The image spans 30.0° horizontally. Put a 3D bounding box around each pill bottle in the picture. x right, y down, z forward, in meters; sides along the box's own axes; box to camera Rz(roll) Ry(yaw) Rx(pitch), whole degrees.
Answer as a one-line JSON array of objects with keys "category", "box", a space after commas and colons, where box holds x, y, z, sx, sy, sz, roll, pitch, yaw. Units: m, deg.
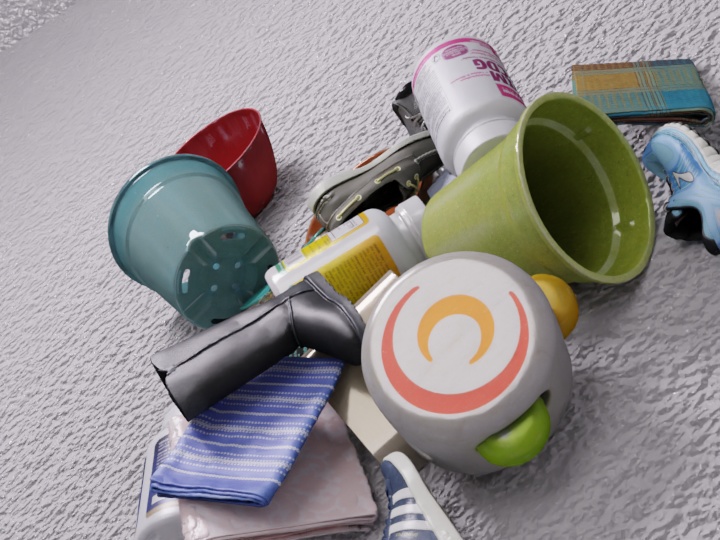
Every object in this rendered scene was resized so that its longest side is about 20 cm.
[{"category": "pill bottle", "box": [0.134, -0.172, 1.542, 0.113, 0.113, 0.201, -33, 41, 12]}, {"category": "pill bottle", "box": [0.000, 0.000, 1.549, 0.199, 0.113, 0.113, -32, 28, -3]}, {"category": "pill bottle", "box": [-0.181, 0.234, 1.447, 0.110, 0.111, 0.201, -30, 30, 17]}]

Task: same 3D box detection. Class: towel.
[{"category": "towel", "box": [-0.113, 0.153, 1.347, 0.143, 0.024, 0.201, 0, 40, 29]}, {"category": "towel", "box": [-0.094, 0.205, 1.363, 0.189, 0.033, 0.201, -6, 31, -11]}, {"category": "towel", "box": [0.304, -0.194, 1.473, 0.145, 0.022, 0.200, -1, 24, 7]}]

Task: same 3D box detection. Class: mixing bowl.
[{"category": "mixing bowl", "box": [-0.196, -0.132, 1.982, 0.199, 0.109, 0.201, -29, 31, 19]}]

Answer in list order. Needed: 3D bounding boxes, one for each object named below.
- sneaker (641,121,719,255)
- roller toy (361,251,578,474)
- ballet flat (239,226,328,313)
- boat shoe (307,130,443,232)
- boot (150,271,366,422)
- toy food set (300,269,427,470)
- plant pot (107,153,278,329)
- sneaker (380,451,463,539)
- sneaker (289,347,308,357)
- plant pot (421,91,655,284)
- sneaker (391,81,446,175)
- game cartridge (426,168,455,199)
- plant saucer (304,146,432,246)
[{"category": "sneaker", "box": [0.323, -0.079, 1.328, 0.090, 0.078, 0.200, -41, 28, 5]}, {"category": "roller toy", "box": [0.102, 0.086, 1.250, 0.180, 0.140, 0.202, 4, 67, 21]}, {"category": "ballet flat", "box": [-0.078, 0.021, 1.662, 0.200, 0.064, 0.076, -41, 4, 41]}, {"category": "boat shoe", "box": [0.035, -0.104, 1.615, 0.200, 0.072, 0.061, -28, 63, -15]}, {"category": "boot", "box": [-0.099, 0.089, 1.357, 0.198, 0.066, 0.165, -26, 27, -14]}, {"category": "toy food set", "box": [0.035, 0.106, 1.391, 0.143, 0.060, 0.200, -43, 48, -2]}, {"category": "plant pot", "box": [-0.212, -0.028, 1.787, 0.200, 0.201, 0.196, -42, 36, -5]}, {"category": "sneaker", "box": [0.042, 0.240, 1.212, 0.084, 0.075, 0.200, -35, 29, -1]}, {"category": "sneaker", "box": [-0.030, 0.107, 1.483, 0.199, 0.079, 0.076, -31, 28, 13]}, {"category": "plant pot", "box": [0.168, -0.053, 1.384, 0.184, 0.200, 0.201, -27, 29, 45]}, {"category": "sneaker", "box": [0.093, -0.183, 1.703, 0.075, 0.116, 0.200, -43, 29, -7]}, {"category": "game cartridge", "box": [0.178, -0.115, 1.571, 0.199, 0.042, 0.134, -35, 35, 9]}, {"category": "plant saucer", "box": [0.013, -0.073, 1.716, 0.199, 0.032, 0.201, -31, 33, 23]}]
